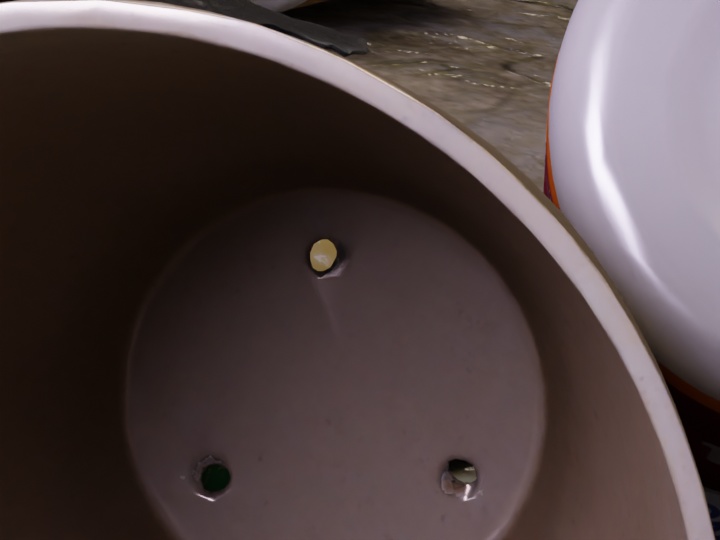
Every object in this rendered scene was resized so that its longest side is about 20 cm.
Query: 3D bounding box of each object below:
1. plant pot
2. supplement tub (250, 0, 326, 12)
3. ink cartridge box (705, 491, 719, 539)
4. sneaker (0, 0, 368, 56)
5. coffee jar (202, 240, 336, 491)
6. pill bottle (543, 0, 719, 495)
[{"bbox_3d":[-0.023,0.042,0.537,0.186,0.188,0.200,13,9,8],"label":"plant pot"},{"bbox_3d":[-0.031,-0.183,1.264,0.144,0.145,0.200,18,19,23],"label":"supplement tub"},{"bbox_3d":[0.157,0.096,0.675,0.199,0.044,0.196,4,18,-16],"label":"ink cartridge box"},{"bbox_3d":[-0.081,-0.072,1.039,0.199,0.060,0.104,7,15,-22],"label":"sneaker"},{"bbox_3d":[-0.076,0.022,0.693,0.104,0.086,0.200,25,22,35],"label":"coffee jar"},{"bbox_3d":[0.094,-0.011,0.633,0.112,0.114,0.200,12,-9,5],"label":"pill bottle"}]
